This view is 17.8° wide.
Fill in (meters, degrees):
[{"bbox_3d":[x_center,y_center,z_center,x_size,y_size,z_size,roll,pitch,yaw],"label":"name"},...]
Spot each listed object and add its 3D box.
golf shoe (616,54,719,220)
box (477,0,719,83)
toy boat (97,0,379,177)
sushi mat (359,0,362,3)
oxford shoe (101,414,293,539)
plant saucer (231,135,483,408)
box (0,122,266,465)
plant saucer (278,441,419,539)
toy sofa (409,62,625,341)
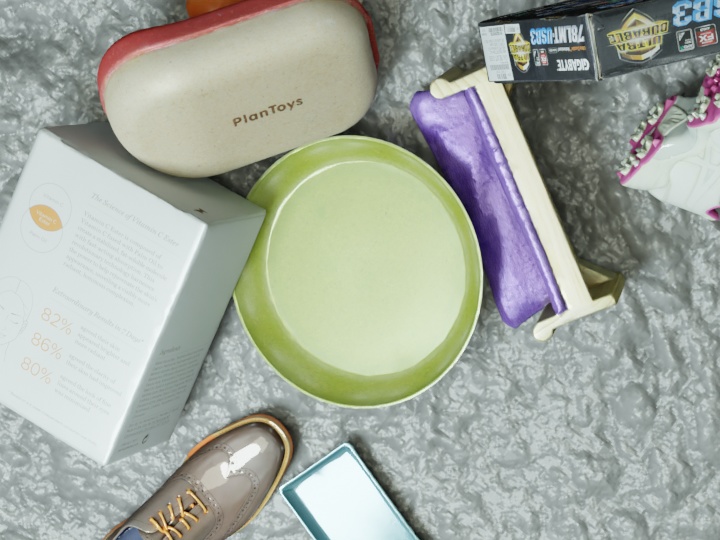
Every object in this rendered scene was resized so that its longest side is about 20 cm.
[{"bbox_3d":[0.257,-0.095,1.570,0.091,0.200,0.076,33,64,-9],"label":"golf shoe"},{"bbox_3d":[0.202,-0.164,1.503,0.199,0.198,0.050,-15,100,-16],"label":"box"},{"bbox_3d":[-0.093,-0.157,1.645,0.199,0.131,0.131,-18,53,-4],"label":"toy boat"},{"bbox_3d":[-0.015,-0.284,1.653,0.095,0.012,0.201,22,104,5],"label":"sushi mat"},{"bbox_3d":[-0.130,0.188,1.737,0.071,0.073,0.200,46,105,0],"label":"oxford shoe"},{"bbox_3d":[0.000,0.000,1.683,0.199,0.031,0.201,4,100,21],"label":"plant saucer"},{"bbox_3d":[-0.186,0.014,1.685,0.152,0.106,0.201,30,106,17],"label":"box"},{"bbox_3d":[0.023,0.226,1.744,0.070,0.019,0.200,-35,92,15],"label":"plant saucer"},{"bbox_3d":[0.107,-0.052,1.639,0.097,0.083,0.201,-22,96,13],"label":"toy sofa"}]
